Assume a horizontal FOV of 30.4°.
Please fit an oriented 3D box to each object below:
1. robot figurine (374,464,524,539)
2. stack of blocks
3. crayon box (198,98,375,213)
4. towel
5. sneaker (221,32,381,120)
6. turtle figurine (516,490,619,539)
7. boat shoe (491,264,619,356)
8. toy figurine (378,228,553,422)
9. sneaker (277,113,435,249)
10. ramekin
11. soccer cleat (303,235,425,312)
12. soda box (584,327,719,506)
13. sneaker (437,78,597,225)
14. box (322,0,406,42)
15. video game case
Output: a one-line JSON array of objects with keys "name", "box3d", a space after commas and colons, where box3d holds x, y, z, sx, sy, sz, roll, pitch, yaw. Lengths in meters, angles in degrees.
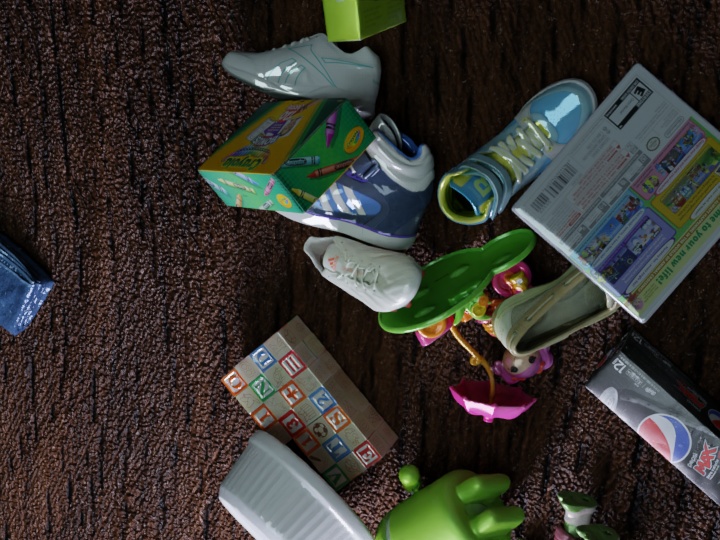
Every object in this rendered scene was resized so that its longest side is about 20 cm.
[{"name": "robot figurine", "box3d": [0.100, 0.316, 1.591, 0.200, 0.115, 0.176, -38, 64, 32]}, {"name": "stack of blocks", "box3d": [-0.063, 0.171, 1.642, 0.115, 0.059, 0.200, -40, 90, 30]}, {"name": "crayon box", "box3d": [-0.084, -0.127, 1.449, 0.058, 0.119, 0.200, 51, 160, -24]}, {"name": "towel", "box3d": [-0.513, -0.008, 1.781, 0.200, 0.049, 0.112, 39, 120, 6]}, {"name": "sneaker", "box3d": [-0.063, -0.228, 1.496, 0.199, 0.070, 0.081, 16, 91, 23]}, {"name": "turtle figurine", "box3d": [0.210, 0.361, 1.546, 0.199, 0.144, 0.195, 22, 113, 11]}, {"name": "boat shoe", "box3d": [0.237, 0.029, 1.407, 0.200, 0.063, 0.073, -24, 117, -5]}, {"name": "toy figurine", "box3d": [0.150, 0.078, 1.496, 0.199, 0.150, 0.185, -30, 110, 6]}, {"name": "sneaker", "box3d": [-0.011, -0.120, 1.494, 0.199, 0.081, 0.147, 20, 119, 13]}, {"name": "ramekin", "box3d": [-0.086, 0.296, 1.615, 0.202, 0.094, 0.203, 40, 164, 14]}, {"name": "soccer cleat", "box3d": [0.000, 0.000, 1.486, 0.077, 0.200, 0.070, 27, 85, -28]}, {"name": "soda box", "box3d": [0.345, 0.160, 1.449, 0.200, 0.071, 0.063, 42, 121, 4]}, {"name": "sneaker", "box3d": [0.162, -0.116, 1.393, 0.080, 0.131, 0.200, 47, 120, 3]}, {"name": "box", "box3d": [-0.003, -0.349, 1.383, 0.047, 0.122, 0.201, 3, 110, 27]}, {"name": "video game case", "box3d": [0.288, -0.079, 1.367, 0.182, 0.022, 0.200, 41, 94, 5]}]
